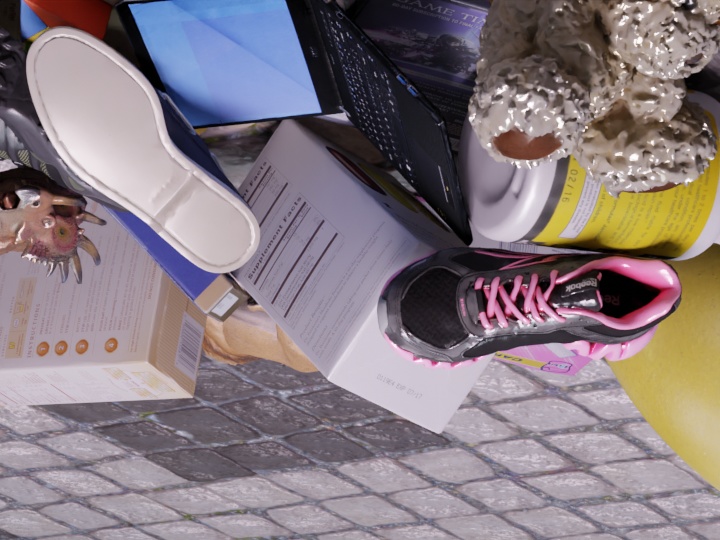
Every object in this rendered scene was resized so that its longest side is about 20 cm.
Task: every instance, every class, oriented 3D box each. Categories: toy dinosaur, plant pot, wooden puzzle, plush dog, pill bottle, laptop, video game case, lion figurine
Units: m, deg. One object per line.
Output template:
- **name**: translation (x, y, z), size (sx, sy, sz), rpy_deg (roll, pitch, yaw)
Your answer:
- **toy dinosaur**: translation (-0.225, -0.039, 1.754), size (0.135, 0.200, 0.086), rpy_deg (-13, 107, 17)
- **plant pot**: translation (0.257, 0.047, 1.810), size (0.141, 0.201, 0.200), rpy_deg (27, 165, 25)
- **wooden puzzle**: translation (-0.151, -0.143, 1.646), size (0.198, 0.047, 0.185), rpy_deg (10, 157, -4)
- **plush dog**: translation (0.156, -0.149, 1.453), size (0.171, 0.162, 0.199), rpy_deg (-30, 154, 30)
- **pill bottle**: translation (0.171, -0.065, 1.620), size (0.198, 0.112, 0.111), rpy_deg (6, 160, -25)
- **laptop**: translation (-0.037, -0.090, 1.566), size (0.200, 0.103, 0.177), rpy_deg (48, 171, 22)
- **video game case**: translation (0.049, -0.131, 1.642), size (0.142, 0.019, 0.200), rpy_deg (14, 155, -14)
- **lion figurine**: translation (-0.070, 0.042, 1.962), size (0.199, 0.072, 0.123), rpy_deg (24, 149, 45)

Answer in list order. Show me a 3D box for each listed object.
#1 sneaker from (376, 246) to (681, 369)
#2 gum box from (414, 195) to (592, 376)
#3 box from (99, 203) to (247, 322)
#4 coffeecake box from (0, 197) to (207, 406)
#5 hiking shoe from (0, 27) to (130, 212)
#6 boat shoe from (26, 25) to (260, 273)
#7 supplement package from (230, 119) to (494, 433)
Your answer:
- **sneaker**: translation (0.110, 0.017, 1.584), size (0.198, 0.080, 0.095), rpy_deg (-4, 172, -20)
- **gum box**: translation (0.102, 0.014, 1.900), size (0.198, 0.067, 0.114), rpy_deg (14, 156, -13)
- **box**: translation (-0.159, -0.048, 1.754), size (0.200, 0.032, 0.121), rpy_deg (45, 179, 4)
- **coffeecake box**: translation (-0.213, 0.016, 1.898), size (0.199, 0.155, 0.073), rpy_deg (-4, 154, 27)
- **hiking shoe**: translation (-0.214, -0.102, 1.652), size (0.199, 0.076, 0.100), rpy_deg (34, 162, -27)
- **boat shoe**: translation (-0.142, -0.080, 1.613), size (0.073, 0.063, 0.200), rpy_deg (-41, 115, 5)
- **supplement package**: translation (0.000, 0.000, 1.721), size (0.113, 0.110, 0.200), rpy_deg (27, -169, -39)
